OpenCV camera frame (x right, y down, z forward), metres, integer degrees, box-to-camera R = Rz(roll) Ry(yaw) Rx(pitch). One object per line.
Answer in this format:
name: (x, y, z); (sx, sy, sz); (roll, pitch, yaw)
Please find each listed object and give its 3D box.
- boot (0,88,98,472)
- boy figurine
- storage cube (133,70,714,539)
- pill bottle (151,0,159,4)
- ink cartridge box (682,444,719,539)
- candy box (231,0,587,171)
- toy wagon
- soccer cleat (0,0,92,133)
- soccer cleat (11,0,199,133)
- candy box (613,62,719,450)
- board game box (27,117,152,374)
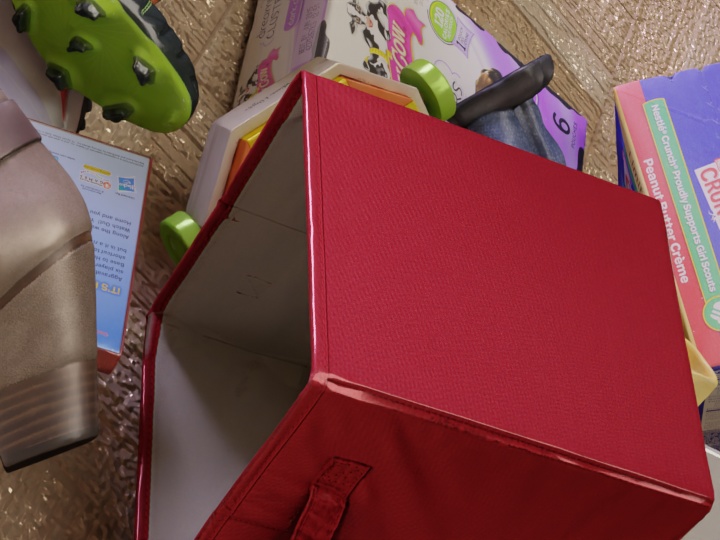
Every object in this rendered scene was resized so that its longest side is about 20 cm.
boot: (-0.191, 0.018, 0.836); (0.199, 0.070, 0.147); (-18, 83, -21)
boy figurine: (0.111, -0.007, 1.148); (0.201, 0.064, 0.124); (61, 16, 2)
storage cube: (0.020, 0.058, 0.948); (0.179, 0.171, 0.201); (18, 42, -21)
pill bottle: (-0.145, -0.214, 1.059); (0.200, 0.106, 0.106); (54, 37, -12)
ink cartridge box: (0.143, 0.126, 1.081); (0.145, 0.200, 0.088); (25, 87, -14)
candy box: (0.026, -0.061, 1.199); (0.200, 0.071, 0.168); (38, 44, -30)
toy wagon: (0.000, 0.000, 1.085); (0.155, 0.040, 0.201); (-33, 115, -19)
soccer cleat: (-0.159, -0.041, 0.979); (0.073, 0.068, 0.201); (16, 56, -19)
soccer cleat: (-0.133, -0.145, 0.974); (0.200, 0.068, 0.081); (45, 49, 1)
candy box: (0.199, -0.001, 1.288); (0.200, 0.077, 0.170); (74, 3, -71)
board game box: (-0.185, -0.031, 0.905); (0.199, 0.019, 0.103); (18, 51, -16)
